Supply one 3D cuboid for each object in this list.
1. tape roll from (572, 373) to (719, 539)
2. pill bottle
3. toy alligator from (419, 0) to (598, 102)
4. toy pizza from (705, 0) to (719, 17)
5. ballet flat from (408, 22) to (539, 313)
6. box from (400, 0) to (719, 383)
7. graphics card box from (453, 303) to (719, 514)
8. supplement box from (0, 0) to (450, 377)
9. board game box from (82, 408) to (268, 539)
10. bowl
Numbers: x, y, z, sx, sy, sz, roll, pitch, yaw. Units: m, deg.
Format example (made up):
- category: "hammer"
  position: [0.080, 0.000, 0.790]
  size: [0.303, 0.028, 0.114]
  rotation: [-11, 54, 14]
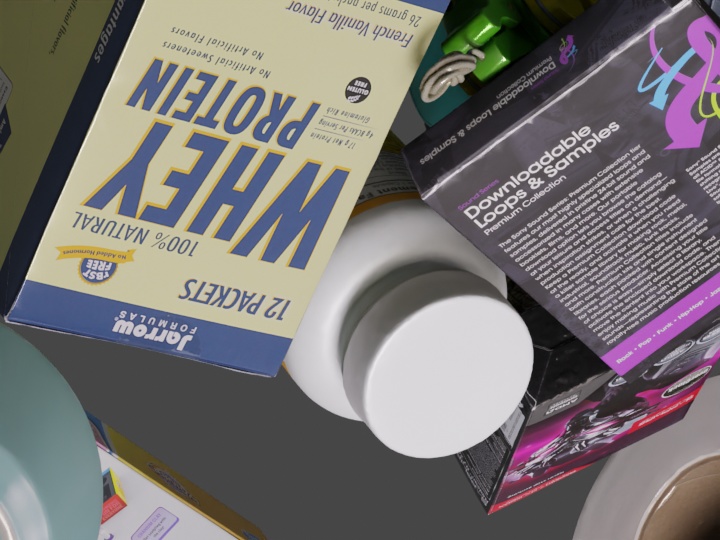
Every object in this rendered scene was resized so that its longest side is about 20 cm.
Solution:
- category: "tape roll"
  position: [0.228, 0.171, 1.604]
  size: [0.139, 0.203, 0.203]
  rotation: [27, 104, -36]
- category: "pill bottle"
  position: [0.000, 0.000, 1.384]
  size: [0.112, 0.200, 0.113]
  rotation: [-13, 123, -20]
- category: "toy alligator"
  position: [0.058, -0.110, 1.291]
  size: [0.059, 0.054, 0.200]
  rotation: [-41, 171, 24]
- category: "toy pizza"
  position: [0.160, -0.100, 1.390]
  size: [0.199, 0.032, 0.201]
  rotation: [4, 112, 11]
- category: "ballet flat"
  position: [0.064, -0.068, 1.467]
  size: [0.075, 0.068, 0.201]
  rotation: [-30, 124, -34]
- category: "box"
  position: [0.125, -0.040, 1.310]
  size: [0.143, 0.036, 0.200]
  rotation: [-36, 141, 12]
- category: "graphics card box"
  position: [0.117, 0.054, 1.505]
  size: [0.125, 0.051, 0.200]
  rotation: [-24, 163, -13]
- category: "supplement box"
  position: [-0.091, -0.095, 1.281]
  size: [0.134, 0.200, 0.200]
  rotation: [13, 112, -33]
- category: "board game box"
  position: [-0.157, 0.151, 1.495]
  size: [0.153, 0.040, 0.200]
  rotation: [-47, 128, 5]
- category: "bowl"
  position: [-0.214, 0.122, 1.368]
  size: [0.200, 0.105, 0.201]
  rotation: [-3, 106, -9]
